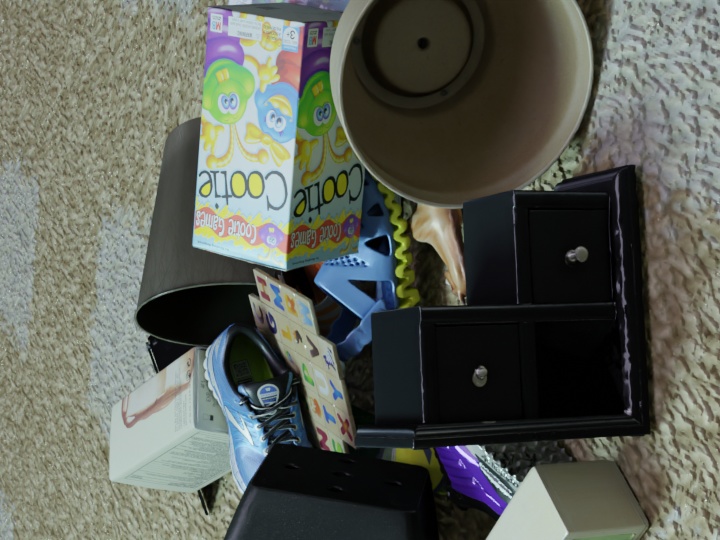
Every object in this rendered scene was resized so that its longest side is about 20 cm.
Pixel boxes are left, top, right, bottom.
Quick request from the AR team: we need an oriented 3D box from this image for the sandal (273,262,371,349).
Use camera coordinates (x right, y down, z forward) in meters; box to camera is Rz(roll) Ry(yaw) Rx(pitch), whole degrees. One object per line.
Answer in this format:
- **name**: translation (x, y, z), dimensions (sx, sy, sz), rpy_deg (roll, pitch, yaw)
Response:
- **sandal**: translation (-0.050, 0.003, 1.596), dimensions (0.079, 0.059, 0.207), rpy_deg (26, 149, 44)

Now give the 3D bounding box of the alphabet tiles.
- **alphabet tiles**: translation (-0.053, 0.088, 1.600), dimensions (0.200, 0.006, 0.167), rpy_deg (27, 134, 63)

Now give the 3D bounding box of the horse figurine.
- **horse figurine**: translation (0.065, -0.086, 1.498), dimensions (0.133, 0.050, 0.200), rpy_deg (-134, 47, -61)

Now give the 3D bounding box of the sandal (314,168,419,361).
- **sandal**: translation (0.000, 0.000, 1.529), dimensions (0.079, 0.087, 0.200), rpy_deg (-172, 69, -75)

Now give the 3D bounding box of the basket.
- **basket**: translation (-0.135, -0.043, 1.764), dimensions (0.136, 0.180, 0.200), rpy_deg (100, 167, -61)

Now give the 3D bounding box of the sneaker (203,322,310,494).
- **sneaker**: translation (-0.089, 0.138, 1.618), dimensions (0.200, 0.079, 0.089), rpy_deg (64, 162, 17)

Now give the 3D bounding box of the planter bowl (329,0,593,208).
- **planter bowl**: translation (0.063, -0.163, 1.370), dimensions (0.135, 0.200, 0.200), rpy_deg (-126, 44, -65)

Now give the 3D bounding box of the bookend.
- **bookend**: translation (0.100, 0.025, 1.282), dimensions (0.092, 0.199, 0.200), rpy_deg (-10, 81, 63)

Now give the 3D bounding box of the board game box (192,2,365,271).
- **board game box**: translation (-0.062, -0.113, 1.456), dimensions (0.103, 0.105, 0.200), rpy_deg (15, 108, 33)

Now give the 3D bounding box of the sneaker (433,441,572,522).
- **sneaker**: translation (0.082, 0.140, 1.418), dimensions (0.200, 0.070, 0.100), rpy_deg (47, 141, 30)

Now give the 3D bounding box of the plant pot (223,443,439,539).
- **plant pot**: translation (-0.025, 0.249, 1.447), dimensions (0.200, 0.199, 0.178), rpy_deg (-50, -31, -79)

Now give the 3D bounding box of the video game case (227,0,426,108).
- **video game case**: translation (-0.033, -0.201, 1.497), dimensions (0.200, 0.023, 0.182), rpy_deg (26, 114, 30)

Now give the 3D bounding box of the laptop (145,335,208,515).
- **laptop**: translation (-0.162, 0.137, 1.950), dimensions (0.200, 0.103, 0.177), rpy_deg (-42, 50, 21)

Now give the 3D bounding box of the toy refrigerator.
- **toy refrigerator**: translation (0.135, 0.235, 1.348), dimensions (0.200, 0.076, 0.070), rpy_deg (-64, 39, 38)

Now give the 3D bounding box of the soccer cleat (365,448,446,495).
- **soccer cleat**: translation (0.060, 0.147, 1.517), dimensions (0.084, 0.065, 0.200), rpy_deg (36, 121, 19)

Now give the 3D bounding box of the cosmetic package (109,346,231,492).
- **cosmetic package**: translation (-0.165, 0.152, 1.764), dimensions (0.200, 0.103, 0.087), rpy_deg (-33, 52, 51)

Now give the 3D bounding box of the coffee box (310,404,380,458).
- **coffee box**: translation (-0.035, 0.183, 1.685), dimensions (0.200, 0.044, 0.123), rpy_deg (15, 101, 61)

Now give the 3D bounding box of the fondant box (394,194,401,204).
- **fondant box**: translation (-0.021, -0.117, 1.644), dimensions (0.144, 0.058, 0.200), rpy_deg (5, 93, 60)
